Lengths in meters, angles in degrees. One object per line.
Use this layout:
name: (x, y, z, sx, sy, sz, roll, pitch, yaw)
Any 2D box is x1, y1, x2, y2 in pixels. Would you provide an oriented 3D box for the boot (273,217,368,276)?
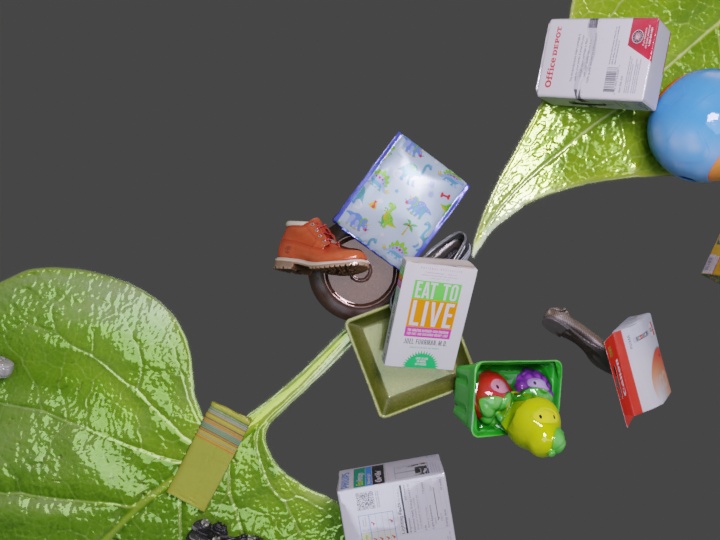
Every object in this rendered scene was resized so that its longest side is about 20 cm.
boot: (-0.068, -0.045, 1.504, 0.200, 0.075, 0.107, 5, 79, 32)

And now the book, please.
book: (0.120, 0.078, 1.476, 0.134, 0.048, 0.200, 5, 109, -16)

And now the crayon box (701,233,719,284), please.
crayon box: (0.718, -0.068, 1.520, 0.058, 0.119, 0.200, 25, 92, -2)

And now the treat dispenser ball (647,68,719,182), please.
treat dispenser ball: (0.617, -0.257, 1.470, 0.201, 0.201, 0.201, 0, 92, -1)

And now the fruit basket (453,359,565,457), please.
fruit basket: (0.287, 0.238, 1.465, 0.215, 0.216, 0.156, 3, 92, -1)

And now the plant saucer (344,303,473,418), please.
plant saucer: (0.095, 0.151, 1.558, 0.200, 0.048, 0.200, -21, 92, 0)

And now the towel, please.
towel: (-0.290, 0.355, 1.580, 0.086, 0.018, 0.200, 27, 93, 4)

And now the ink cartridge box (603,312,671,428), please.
ink cartridge box: (0.505, 0.175, 1.494, 0.050, 0.200, 0.162, -14, 93, 30)

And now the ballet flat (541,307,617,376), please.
ballet flat: (0.434, 0.133, 1.561, 0.200, 0.067, 0.046, 35, 59, 1)

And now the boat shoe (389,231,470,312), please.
boat shoe: (0.122, 0.000, 1.509, 0.072, 0.071, 0.200, 35, 73, 27)

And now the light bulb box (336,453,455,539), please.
light bulb box: (0.069, 0.466, 1.533, 0.200, 0.125, 0.198, -9, 93, 1)

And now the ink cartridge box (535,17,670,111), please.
ink cartridge box: (0.432, -0.369, 1.476, 0.200, 0.084, 0.144, 12, 93, 35)

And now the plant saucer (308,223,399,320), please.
plant saucer: (0.000, 0.000, 1.558, 0.200, 0.037, 0.201, 0, 93, 0)

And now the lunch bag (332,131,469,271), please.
lunch bag: (0.071, -0.119, 1.509, 0.170, 0.127, 0.200, 36, 82, -2)

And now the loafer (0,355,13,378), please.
loafer: (-0.748, 0.191, 1.545, 0.200, 0.070, 0.070, 2, 97, 7)

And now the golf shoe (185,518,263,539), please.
golf shoe: (-0.239, 0.546, 1.569, 0.200, 0.077, 0.088, 25, 112, 1)
